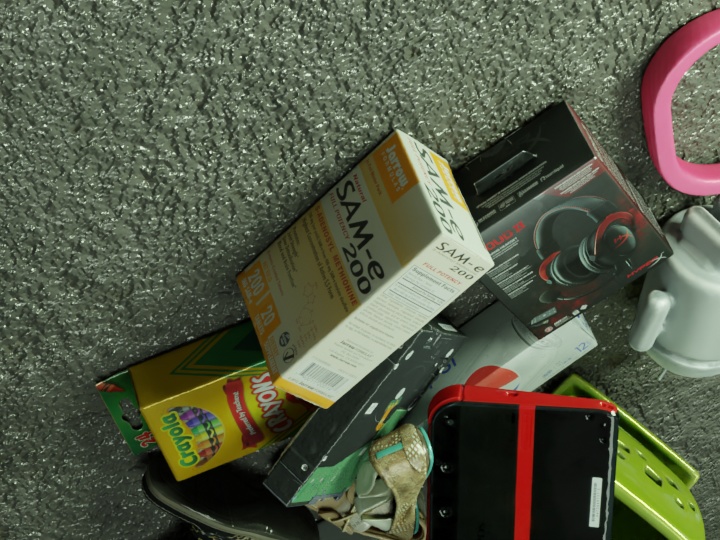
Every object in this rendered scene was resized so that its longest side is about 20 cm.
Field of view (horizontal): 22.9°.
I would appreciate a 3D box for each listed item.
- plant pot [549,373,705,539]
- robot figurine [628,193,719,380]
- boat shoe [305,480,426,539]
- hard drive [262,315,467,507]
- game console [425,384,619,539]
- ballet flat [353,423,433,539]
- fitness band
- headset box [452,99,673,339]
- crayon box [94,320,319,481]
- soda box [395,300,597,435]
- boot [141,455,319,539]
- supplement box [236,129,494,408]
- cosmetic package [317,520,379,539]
[{"bbox_3d":[0.215,0.234,1.760,0.200,0.182,0.199,38,118,-3],"label":"plant pot"},{"bbox_3d":[0.321,0.020,1.655,0.169,0.113,0.201,-21,143,-26],"label":"robot figurine"},{"bbox_3d":[-0.001,0.227,1.766,0.199,0.069,0.074,21,124,-41],"label":"boat shoe"},{"bbox_3d":[0.005,0.123,1.601,0.201,0.038,0.140,-54,161,10],"label":"hard drive"},{"bbox_3d":[0.147,0.201,1.648,0.175,0.031,0.202,3,117,8],"label":"game console"},{"bbox_3d":[0.024,0.203,1.669,0.065,0.071,0.201,-14,149,-12],"label":"ballet flat"},{"bbox_3d":[0.313,-0.142,1.529,0.143,0.038,0.201,-22,140,-2],"label":"fitness band"},{"bbox_3d":[0.160,-0.044,1.532,0.148,0.075,0.200,-33,140,13],"label":"headset box"},{"bbox_3d":[-0.124,0.116,1.594,0.198,0.051,0.127,-21,142,-2],"label":"crayon box"},{"bbox_3d":[0.119,0.090,1.671,0.199,0.069,0.063,-36,139,16],"label":"soda box"},{"bbox_3d":[-0.157,0.260,1.725,0.199,0.074,0.150,23,128,-36],"label":"boot"},{"bbox_3d":[0.000,0.000,1.465,0.200,0.127,0.073,-42,136,21],"label":"supplement box"},{"bbox_3d":[-0.065,0.339,1.837,0.199,0.102,0.071,-27,142,6],"label":"cosmetic package"}]
